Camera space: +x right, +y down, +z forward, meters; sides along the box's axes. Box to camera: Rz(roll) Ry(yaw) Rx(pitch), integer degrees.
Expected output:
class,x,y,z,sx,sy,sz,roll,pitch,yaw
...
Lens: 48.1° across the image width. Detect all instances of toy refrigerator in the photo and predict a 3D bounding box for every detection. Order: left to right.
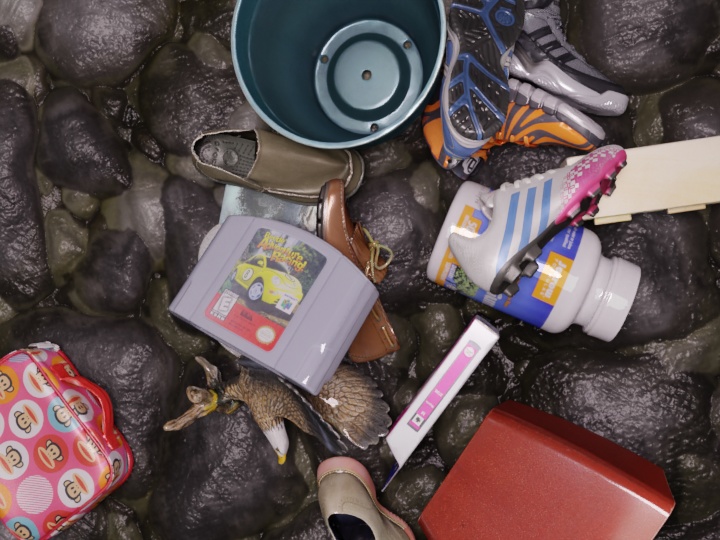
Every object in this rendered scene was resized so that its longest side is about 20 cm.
class,x,y,z,sx,sy,sz,roll,pitch,yaw
toy refrigerator,0.309,-0.091,0.819,0.197,0.076,0.071,-7,91,9

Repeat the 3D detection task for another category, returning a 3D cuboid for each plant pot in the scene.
class,x,y,z,sx,sy,sz,roll,pitch,yaw
plant pot,-0.007,-0.211,0.809,0.197,0.188,0.204,0,91,10
plant pot,0.172,0.240,0.801,0.175,0.200,0.202,34,96,17

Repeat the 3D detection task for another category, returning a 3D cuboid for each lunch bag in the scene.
class,x,y,z,sx,sy,sz,roll,pitch,yaw
lunch bag,-0.364,0.190,0.932,0.175,0.082,0.201,-38,85,8

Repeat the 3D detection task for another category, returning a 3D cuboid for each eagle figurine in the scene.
class,x,y,z,sx,sy,sz,roll,pitch,yaw
eagle figurine,-0.080,0.136,0.859,0.197,0.153,0.152,-8,130,25

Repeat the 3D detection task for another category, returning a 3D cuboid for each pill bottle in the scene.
class,x,y,z,sx,sy,sz,roll,pitch,yaw
pill bottle,0.176,-0.005,0.824,0.198,0.112,0.114,23,95,9

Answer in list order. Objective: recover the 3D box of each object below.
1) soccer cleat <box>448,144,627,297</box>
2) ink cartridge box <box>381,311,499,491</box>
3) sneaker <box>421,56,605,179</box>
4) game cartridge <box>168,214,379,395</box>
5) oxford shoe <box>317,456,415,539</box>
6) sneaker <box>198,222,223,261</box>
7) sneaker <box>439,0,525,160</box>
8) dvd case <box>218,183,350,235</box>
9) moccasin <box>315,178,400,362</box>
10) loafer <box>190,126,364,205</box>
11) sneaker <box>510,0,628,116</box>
class,x,y,z,sx,sy,sz,roll,pitch,yaw
soccer cleat,0.164,-0.065,0.751,0.200,0.070,0.086,-42,68,-16
ink cartridge box,0.077,0.135,0.853,0.037,0.095,0.201,34,97,7
sneaker,0.148,-0.138,0.836,0.199,0.077,0.113,32,105,33
game cartridge,-0.085,0.021,0.786,0.198,0.041,0.134,23,71,32
oxford shoe,0.007,0.287,0.845,0.070,0.074,0.201,-23,120,18
sneaker,-0.100,0.032,0.874,0.076,0.105,0.200,-44,55,4
sneaker,0.108,-0.200,0.776,0.075,0.077,0.203,17,67,-3
dvd case,-0.092,-0.039,0.913,0.144,0.022,0.203,13,94,9
moccasin,0.000,0.000,0.856,0.077,0.074,0.204,-14,104,3
loafer,-0.095,-0.113,0.865,0.197,0.070,0.077,6,92,9
sneaker,0.200,-0.244,0.831,0.198,0.075,0.115,28,98,10
